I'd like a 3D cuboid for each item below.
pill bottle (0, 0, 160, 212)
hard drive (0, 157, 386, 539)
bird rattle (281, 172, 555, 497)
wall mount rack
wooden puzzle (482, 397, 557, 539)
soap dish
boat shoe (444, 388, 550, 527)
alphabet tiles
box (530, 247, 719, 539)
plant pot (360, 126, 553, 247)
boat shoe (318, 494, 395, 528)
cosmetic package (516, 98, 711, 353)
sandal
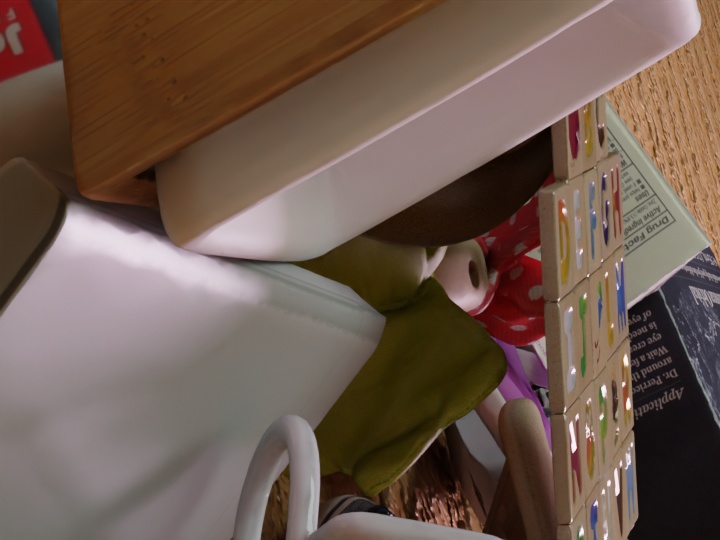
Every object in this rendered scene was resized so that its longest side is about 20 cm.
[{"bbox_3d":[-0.116,-0.068,0.739,0.201,0.119,0.119,65,17,8],"label":"pill bottle"},{"bbox_3d":[-0.076,0.046,0.678,0.026,0.132,0.200,40,7,23],"label":"hard drive"},{"bbox_3d":[0.000,0.000,0.906,0.200,0.162,0.114,-35,119,-64],"label":"bird rattle"},{"bbox_3d":[-0.011,0.152,0.699,0.174,0.074,0.201,131,-33,-64],"label":"wall mount rack"},{"bbox_3d":[0.079,0.176,0.930,0.201,0.046,0.186,96,-14,-50],"label":"wooden puzzle"},{"bbox_3d":[0.010,-0.070,0.657,0.082,0.157,0.200,61,8,4],"label":"soap dish"},{"bbox_3d":[0.089,0.103,1.091,0.200,0.067,0.072,-120,-166,-72],"label":"boat shoe"},{"bbox_3d":[0.077,0.033,0.811,0.166,0.006,0.202,-25,112,-75],"label":"alphabet tiles"},{"bbox_3d":[0.157,0.088,1.323,0.201,0.117,0.196,68,17,11],"label":"box"},{"bbox_3d":[0.015,-0.109,0.816,0.199,0.027,0.202,13,71,-40],"label":"plant pot"},{"bbox_3d":[0.023,0.136,0.893,0.075,0.092,0.200,55,19,-24],"label":"boat shoe"},{"bbox_3d":[0.062,-0.056,1.185,0.201,0.103,0.087,55,-18,7],"label":"cosmetic package"},{"bbox_3d":[0.062,0.026,1.040,0.082,0.050,0.203,45,13,-41],"label":"sandal"}]
